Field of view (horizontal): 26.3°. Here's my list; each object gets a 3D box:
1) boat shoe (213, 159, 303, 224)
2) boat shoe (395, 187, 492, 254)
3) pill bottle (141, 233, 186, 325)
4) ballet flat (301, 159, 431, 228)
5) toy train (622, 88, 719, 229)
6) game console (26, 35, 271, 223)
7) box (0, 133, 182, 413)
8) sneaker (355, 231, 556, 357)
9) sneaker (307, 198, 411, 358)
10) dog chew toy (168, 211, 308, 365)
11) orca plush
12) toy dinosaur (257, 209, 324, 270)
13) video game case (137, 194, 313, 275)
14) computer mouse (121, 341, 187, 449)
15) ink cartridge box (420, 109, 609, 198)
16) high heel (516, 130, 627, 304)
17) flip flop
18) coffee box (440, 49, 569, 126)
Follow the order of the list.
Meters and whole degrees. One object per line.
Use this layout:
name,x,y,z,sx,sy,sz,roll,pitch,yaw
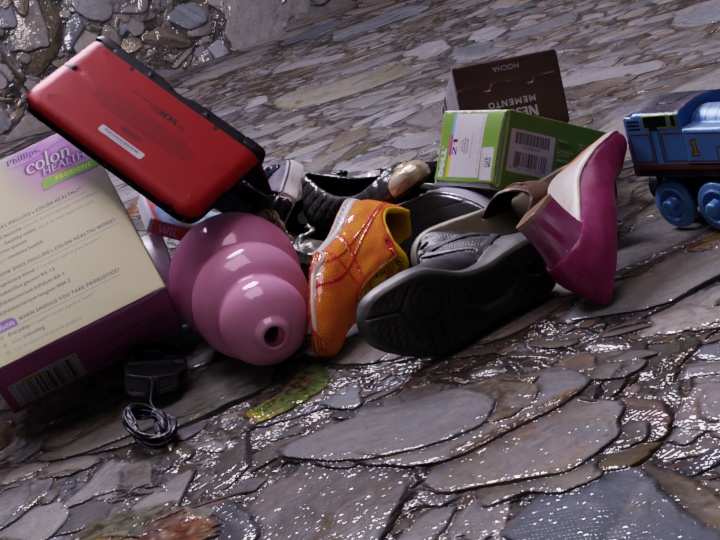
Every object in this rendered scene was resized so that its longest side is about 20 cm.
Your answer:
boat shoe,-0.116,-0.092,1.632,0.092,0.075,0.200,25,9,-7
boat shoe,0.078,-0.050,1.513,0.062,0.072,0.200,-25,16,-38
pill bottle,-0.276,0.039,1.519,0.199,0.115,0.114,-19,16,-5
ballet flat,-0.002,-0.082,1.518,0.066,0.057,0.200,-29,10,-35
toy train,0.321,-0.099,1.329,0.087,0.115,0.200,-28,19,-31
game console,-0.196,-0.116,1.457,0.172,0.200,0.119,-47,-12,-39
box,-0.290,-0.003,1.423,0.175,0.200,0.097,-27,-24,-9
sneaker,0.062,0.018,1.300,0.199,0.077,0.114,-25,15,-32
sneaker,0.000,0.000,1.379,0.077,0.073,0.200,6,43,15
dog chew toy,-0.102,0.024,1.387,0.124,0.125,0.200,-21,25,-10
orca plush,0.017,-0.060,1.676,0.199,0.071,0.105,-11,-30,-10
toy dinosaur,-0.013,-0.013,1.492,0.200,0.048,0.088,26,34,36
video game case,-0.127,-0.035,1.577,0.199,0.018,0.143,15,10,-15
computer mouse,-0.179,0.113,1.335,0.058,0.034,0.200,-1,20,-6
ink cartridge box,0.133,-0.110,1.533,0.147,0.076,0.200,9,0,-35
high heel,0.207,-0.049,1.314,0.067,0.096,0.200,-43,2,35
flip flop,0.138,-0.045,1.386,0.199,0.081,0.058,-20,-26,0
coffee box,0.152,-0.166,1.655,0.113,0.080,0.200,-11,-7,-1
